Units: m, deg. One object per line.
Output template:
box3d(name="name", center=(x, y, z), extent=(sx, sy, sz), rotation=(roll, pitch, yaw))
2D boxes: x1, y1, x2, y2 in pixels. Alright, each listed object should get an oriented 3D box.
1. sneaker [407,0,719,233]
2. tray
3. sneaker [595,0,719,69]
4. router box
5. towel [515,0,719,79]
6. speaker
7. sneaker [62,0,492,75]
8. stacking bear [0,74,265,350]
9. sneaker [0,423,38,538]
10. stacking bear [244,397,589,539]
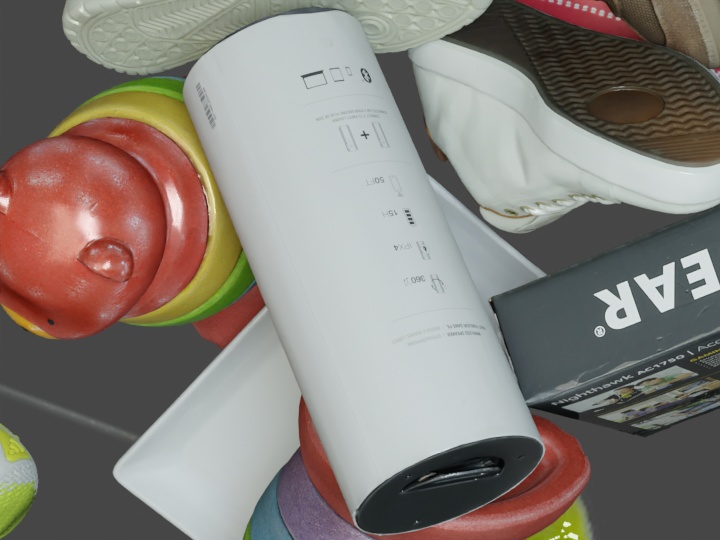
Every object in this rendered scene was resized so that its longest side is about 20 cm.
box3d(name="sneaker", center=(0.091, -0.048, 1.194), extent=(0.200, 0.073, 0.085), rotation=(34, 137, 54))
box3d(name="tray", center=(-0.006, 0.050, 1.302), extent=(0.107, 0.022, 0.200), rotation=(39, 109, -14))
box3d(name="sneaker", center=(0.073, -0.154, 1.195), extent=(0.075, 0.070, 0.200), rotation=(-33, 99, 4))
box3d(name="router box", center=(0.170, 0.005, 1.182), extent=(0.200, 0.149, 0.051), rotation=(-23, 74, 19))
box3d(name="towel", center=(0.139, -0.160, 1.240), extent=(0.144, 0.022, 0.201), rotation=(17, 100, 17))
box3d(name="speaker", center=(0.000, 0.000, 1.161), extent=(0.081, 0.081, 0.200), rotation=(-32, 66, 19))
box3d(name="sneaker", center=(-0.027, -0.149, 1.243), extent=(0.200, 0.077, 0.111), rotation=(-7, 55, 32))
box3d(name="stacking bear", center=(-0.095, -0.022, 1.239), extent=(0.121, 0.200, 0.114), rotation=(36, 107, 10))
box3d(name="sneaker", center=(-0.238, 0.131, 1.383), extent=(0.200, 0.076, 0.105), rotation=(-48, 70, 11))
box3d(name="stacking bear", center=(-0.005, 0.145, 1.266), extent=(0.121, 0.114, 0.200), rotation=(32, 123, 13))
